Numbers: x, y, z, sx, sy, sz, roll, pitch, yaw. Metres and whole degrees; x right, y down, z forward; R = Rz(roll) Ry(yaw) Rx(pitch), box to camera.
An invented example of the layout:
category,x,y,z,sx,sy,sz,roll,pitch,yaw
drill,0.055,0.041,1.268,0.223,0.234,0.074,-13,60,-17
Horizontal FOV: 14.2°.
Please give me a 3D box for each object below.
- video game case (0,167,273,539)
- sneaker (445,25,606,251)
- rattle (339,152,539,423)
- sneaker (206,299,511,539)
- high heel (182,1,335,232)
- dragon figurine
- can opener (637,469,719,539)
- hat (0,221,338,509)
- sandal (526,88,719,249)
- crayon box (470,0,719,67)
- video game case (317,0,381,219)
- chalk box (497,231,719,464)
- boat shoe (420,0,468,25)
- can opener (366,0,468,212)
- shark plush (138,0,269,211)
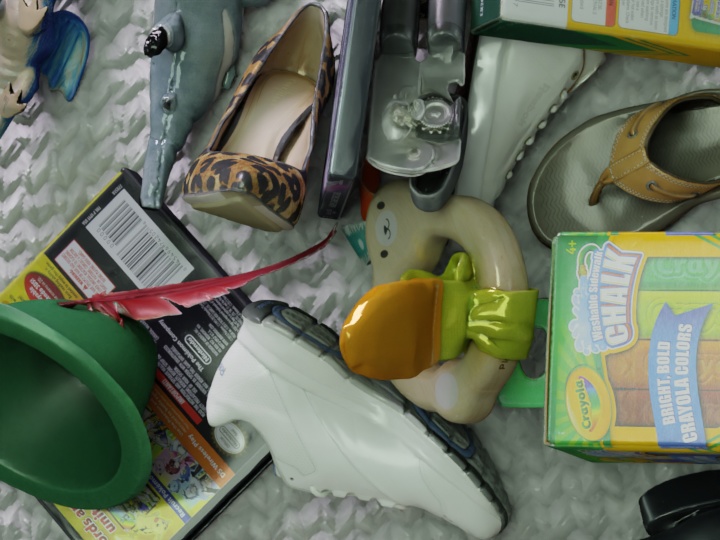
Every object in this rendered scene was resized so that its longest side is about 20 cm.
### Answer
category,x,y,z,sx,sy,sz,roll,pitch,yaw
video game case,-0.143,0.069,1.792,0.181,0.025,0.200,-45,73,7
sneaker,0.100,-0.103,1.718,0.084,0.073,0.201,12,99,-9
rattle,0.000,0.000,1.660,0.142,0.131,0.200,-14,47,-27
sneaker,-0.001,0.101,1.709,0.200,0.075,0.087,35,104,0
high heel,-0.052,-0.097,1.698,0.071,0.200,0.143,17,90,0
dragon figurine,-0.208,-0.139,1.823,0.059,0.099,0.201,20,108,17
can opener,0.150,0.174,1.638,0.199,0.064,0.079,-17,34,-15
hat,-0.154,0.031,1.765,0.199,0.166,0.176,28,52,6
sandal,0.190,-0.065,1.692,0.199,0.055,0.082,-12,79,15
crayon box,0.166,-0.190,1.683,0.199,0.052,0.126,6,82,-20
video game case,-0.005,-0.111,1.686,0.019,0.200,0.144,8,84,-3
chalk box,0.171,0.046,1.645,0.199,0.124,0.125,-1,82,16
boat shoe,0.080,-0.239,1.746,0.072,0.068,0.200,36,92,20
can opener,0.037,-0.126,1.665,0.053,0.067,0.201,0,54,7
shark plush,-0.120,-0.141,1.783,0.091,0.083,0.201,22,89,19
